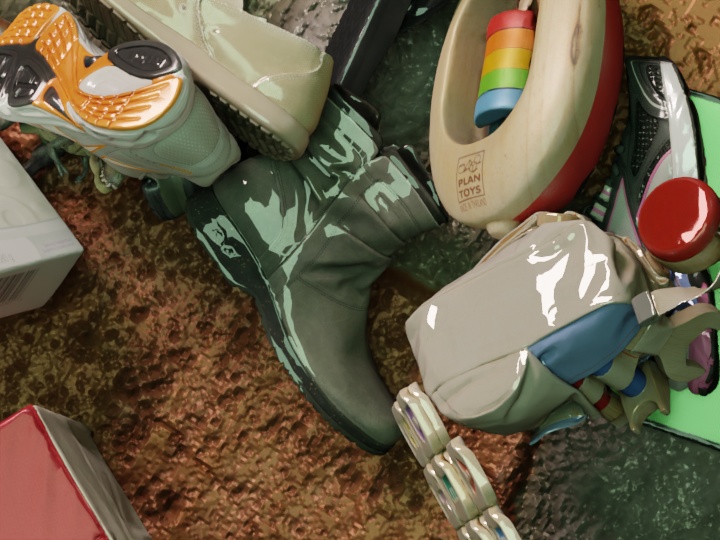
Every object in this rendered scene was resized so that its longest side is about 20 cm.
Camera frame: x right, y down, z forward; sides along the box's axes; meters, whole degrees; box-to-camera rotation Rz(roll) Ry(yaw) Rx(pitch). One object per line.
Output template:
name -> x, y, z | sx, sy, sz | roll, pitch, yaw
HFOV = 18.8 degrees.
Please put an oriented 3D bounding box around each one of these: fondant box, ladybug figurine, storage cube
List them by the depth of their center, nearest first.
storage cube -> -0.207, 0.198, 1.255 | 0.179, 0.200, 0.171 | -31, 81, -1
ladybug figurine -> 0.101, -0.108, 1.262 | 0.072, 0.136, 0.201 | 23, 69, -30
fondant box -> -0.277, -0.056, 1.276 | 0.200, 0.144, 0.058 | 51, 124, 16

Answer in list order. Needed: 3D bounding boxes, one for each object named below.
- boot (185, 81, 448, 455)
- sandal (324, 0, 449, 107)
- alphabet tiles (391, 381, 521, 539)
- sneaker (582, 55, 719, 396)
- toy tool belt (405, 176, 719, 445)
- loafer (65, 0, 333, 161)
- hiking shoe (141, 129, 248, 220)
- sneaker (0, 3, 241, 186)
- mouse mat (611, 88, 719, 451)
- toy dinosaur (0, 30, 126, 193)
boot -> 0.000, 0.000, 1.274 | 0.130, 0.068, 0.200 | -34, 96, 11
sandal -> 0.031, -0.170, 1.309 | 0.048, 0.075, 0.201 | 26, 100, -19
alphabet tiles -> 0.071, 0.157, 1.210 | 0.015, 0.196, 0.200 | -27, 83, -8
sneaker -> 0.158, -0.026, 1.260 | 0.086, 0.080, 0.201 | -4, 85, 11
toy tool belt -> 0.134, 0.027, 1.198 | 0.200, 0.123, 0.125 | -31, 54, 22
loafer -> -0.097, -0.143, 1.249 | 0.200, 0.076, 0.068 | 39, 74, 6
hiking shoe -> -0.083, -0.131, 1.323 | 0.100, 0.076, 0.201 | 0, 95, 1
sneaker -> -0.148, -0.090, 1.255 | 0.200, 0.092, 0.076 | 25, 73, 47
mouse mat -> 0.213, 0.002, 1.291 | 0.160, 0.008, 0.201 | 18, 89, 10
toy dinosaur -> -0.207, -0.092, 1.344 | 0.200, 0.047, 0.088 | 43, 112, 27
